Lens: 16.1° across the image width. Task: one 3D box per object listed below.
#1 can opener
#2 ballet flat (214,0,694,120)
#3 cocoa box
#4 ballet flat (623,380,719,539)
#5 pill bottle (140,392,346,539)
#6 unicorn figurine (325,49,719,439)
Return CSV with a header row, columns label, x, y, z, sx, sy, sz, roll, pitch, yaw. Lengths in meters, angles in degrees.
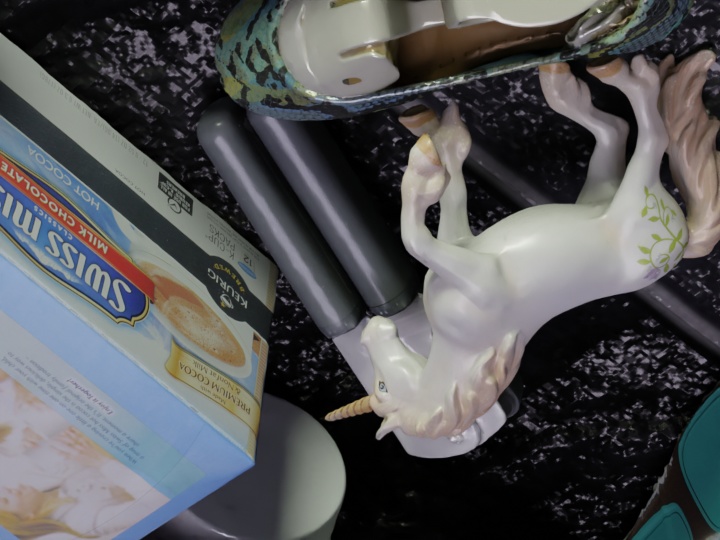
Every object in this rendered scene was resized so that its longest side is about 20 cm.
label,x,y,z,sx,sy,sz,roll,pitch,yaw
can opener,0.000,0.000,1.108,0.053,0.067,0.200,-23,117,26
ballet flat,0.030,-0.102,0.989,0.200,0.074,0.074,-14,130,15
cocoa box,-0.151,0.015,1.083,0.133,0.131,0.200,-34,120,26
ballet flat,0.172,0.108,1.182,0.072,0.072,0.200,20,135,-9
pill bottle,-0.076,0.154,1.227,0.109,0.110,0.200,16,134,-5
unicorn figurine,0.061,-0.008,1.031,0.200,0.074,0.138,-16,113,6
